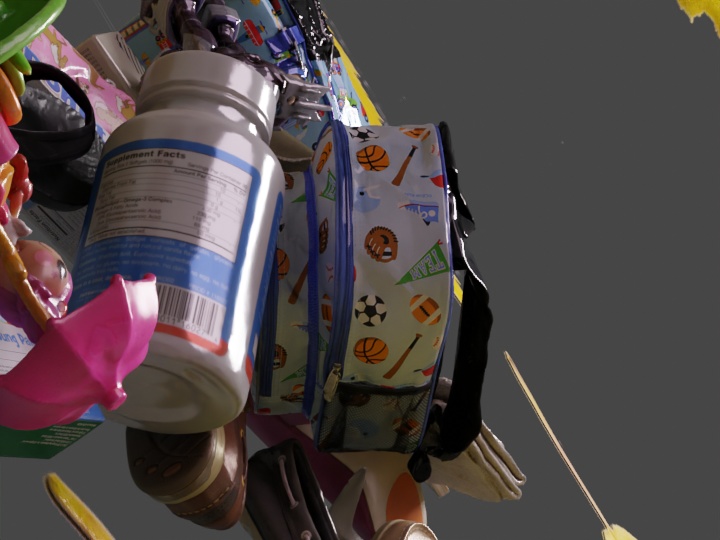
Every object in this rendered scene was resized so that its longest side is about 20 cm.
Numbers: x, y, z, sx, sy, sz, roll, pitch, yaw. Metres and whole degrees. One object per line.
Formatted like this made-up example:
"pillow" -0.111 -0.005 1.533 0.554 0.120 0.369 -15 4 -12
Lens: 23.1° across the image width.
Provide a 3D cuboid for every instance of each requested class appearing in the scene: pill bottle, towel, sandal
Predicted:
"pill bottle" -0.102 -0.020 1.003 0.112 0.111 0.202 44 45 -44
"towel" 0.019 0.105 1.270 0.199 0.035 0.133 13 -29 38
"sandal" -0.189 -0.088 0.972 0.200 0.048 0.076 32 42 -59

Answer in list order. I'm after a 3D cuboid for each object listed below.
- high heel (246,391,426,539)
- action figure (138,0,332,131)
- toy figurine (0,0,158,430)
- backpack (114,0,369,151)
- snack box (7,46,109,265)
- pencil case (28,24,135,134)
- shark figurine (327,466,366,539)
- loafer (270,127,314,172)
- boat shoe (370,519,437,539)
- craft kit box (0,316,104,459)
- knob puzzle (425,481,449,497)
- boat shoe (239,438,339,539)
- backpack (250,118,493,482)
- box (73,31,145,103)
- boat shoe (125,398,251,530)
"high heel" -0.026 0.138 1.249 0.201 0.095 0.068 56 48 -36
"action figure" -0.094 -0.140 1.222 0.129 0.070 0.200 20 22 -32
"toy figurine" -0.168 -0.017 0.798 0.200 0.149 0.185 27 -35 61
"backpack" -0.093 -0.125 1.398 0.202 0.181 0.134 65 14 1
"snack box" -0.201 -0.081 1.075 0.200 0.072 0.024 49 19 -33
"pencil case" -0.225 -0.135 1.103 0.200 0.082 0.087 48 15 -32
"shark figurine" 0.048 0.234 1.215 0.216 0.089 0.128 59 10 5
"loafer" -0.097 -0.097 1.288 0.198 0.070 0.075 14 6 19
"boat shoe" 0.039 0.235 1.093 0.071 0.064 0.201 35 38 -29
"craft kit box" -0.225 -0.005 0.851 0.199 0.048 0.200 62 13 16
"knob puzzle" -0.016 0.078 1.410 0.221 0.030 0.220 55 -7 10
"boat shoe" -0.021 0.181 1.064 0.200 0.057 0.067 54 -1 37
"backpack" 0.000 0.000 1.107 0.191 0.152 0.201 111 -25 -48
"box" -0.149 -0.061 1.221 0.201 0.082 0.068 57 11 -5
"boat shoe" -0.105 0.074 1.075 0.068 0.072 0.201 53 17 -39
